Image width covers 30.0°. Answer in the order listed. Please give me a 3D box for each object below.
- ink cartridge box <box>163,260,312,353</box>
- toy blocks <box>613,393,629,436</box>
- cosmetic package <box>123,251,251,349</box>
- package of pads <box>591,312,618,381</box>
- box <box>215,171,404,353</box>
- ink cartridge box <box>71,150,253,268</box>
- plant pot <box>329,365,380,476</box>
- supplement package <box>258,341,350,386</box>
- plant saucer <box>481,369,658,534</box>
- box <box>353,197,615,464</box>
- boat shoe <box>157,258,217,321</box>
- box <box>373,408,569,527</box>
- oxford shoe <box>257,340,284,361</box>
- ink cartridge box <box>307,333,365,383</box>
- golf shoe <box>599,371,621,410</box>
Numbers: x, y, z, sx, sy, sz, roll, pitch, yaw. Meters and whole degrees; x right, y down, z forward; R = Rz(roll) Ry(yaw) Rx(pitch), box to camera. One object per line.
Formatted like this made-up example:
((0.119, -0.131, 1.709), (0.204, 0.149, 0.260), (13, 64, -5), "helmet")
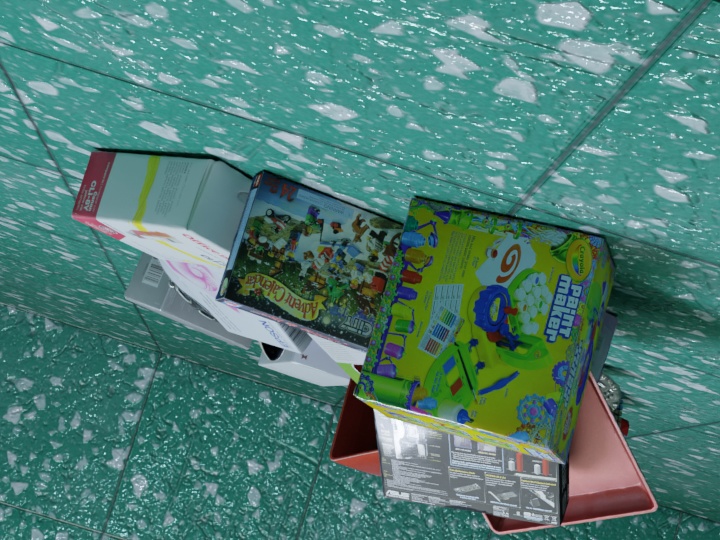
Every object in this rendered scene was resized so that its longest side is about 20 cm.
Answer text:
((-0.177, 0.015, 1.649), (0.199, 0.043, 0.197), (11, 149, 43), "ink cartridge box")
((0.341, 0.214, 2.063), (0.199, 0.101, 0.136), (26, 155, -38), "toy blocks")
((-0.228, 0.031, 1.925), (0.090, 0.107, 0.200), (16, 169, 37), "cosmetic package")
((0.226, 0.142, 1.550), (0.075, 0.201, 0.121), (21, 166, -2), "package of pads")
((-0.035, -0.003, 1.388), (0.199, 0.137, 0.038), (20, 168, -19), "box")
((-0.193, -0.063, 1.463), (0.199, 0.084, 0.145), (7, 165, 42), "ink cartridge box")
((0.106, 0.182, 1.762), (0.176, 0.201, 0.199), (33, 148, -30), "plant pot")
((-0.062, 0.102, 2.008), (0.117, 0.118, 0.200), (20, 169, -15), "supplement package")
((0.192, 0.184, 1.425), (0.199, 0.037, 0.201), (-16, 117, 31), "plant saucer")
((0.123, 0.059, 1.285), (0.192, 0.201, 0.122), (14, 169, 20), "box")
((-0.225, 0.014, 1.802), (0.071, 0.072, 0.200), (-2, 137, 40), "boat shoe")
((0.115, 0.180, 1.399), (0.199, 0.050, 0.158), (6, 125, 19), "box")
((-0.114, 0.059, 1.875), (0.070, 0.074, 0.200), (-8, 152, -7), "oxford shoe")
((-0.016, 0.039, 1.518), (0.200, 0.076, 0.148), (48, 159, -16), "ink cartridge box")
((0.295, 0.157, 1.921), (0.199, 0.079, 0.097), (12, -171, 39), "golf shoe")
